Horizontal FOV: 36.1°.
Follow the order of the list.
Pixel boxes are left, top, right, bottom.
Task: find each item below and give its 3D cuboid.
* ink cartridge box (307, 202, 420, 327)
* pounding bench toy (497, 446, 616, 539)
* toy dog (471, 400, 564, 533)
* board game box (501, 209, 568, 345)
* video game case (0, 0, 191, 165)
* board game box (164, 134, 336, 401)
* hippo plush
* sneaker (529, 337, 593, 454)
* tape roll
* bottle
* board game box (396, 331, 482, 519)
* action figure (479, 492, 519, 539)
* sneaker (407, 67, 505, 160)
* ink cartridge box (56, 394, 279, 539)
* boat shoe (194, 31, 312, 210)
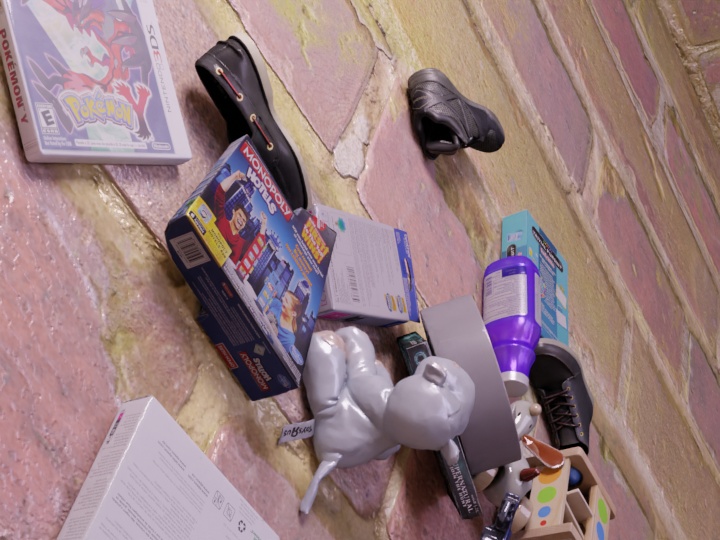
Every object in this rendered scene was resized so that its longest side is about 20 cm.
[{"bbox_3d":[0.000,0.000,1.266,0.199,0.041,0.122,11,66,-55],"label":"ink cartridge box"},{"bbox_3d":[0.267,0.356,1.452,0.201,0.123,0.157,58,32,-25],"label":"pounding bench toy"},{"bbox_3d":[0.201,0.226,1.395,0.131,0.096,0.202,33,42,-28],"label":"toy dog"},{"bbox_3d":[0.269,0.034,1.701,0.151,0.046,0.203,45,39,-39],"label":"board game box"},{"bbox_3d":[-0.236,-0.185,0.974,0.199,0.023,0.185,-8,82,-60],"label":"video game case"},{"bbox_3d":[-0.099,-0.017,1.083,0.202,0.061,0.201,60,31,-22],"label":"board game box"},{"bbox_3d":[0.027,0.125,1.123,0.199,0.159,0.162,-20,93,-61],"label":"hippo plush"},{"bbox_3d":[0.300,0.192,1.641,0.201,0.074,0.107,51,33,-36],"label":"sneaker"},{"bbox_3d":[0.128,0.134,1.299,0.200,0.065,0.204,-18,91,-89],"label":"tape roll"},{"bbox_3d":[0.211,0.078,1.542,0.065,0.082,0.203,43,40,-41],"label":"bottle"},{"bbox_3d":[0.090,0.175,1.275,0.135,0.028,0.203,-150,-139,-86],"label":"board game box"},{"bbox_3d":[0.093,0.322,1.192,0.193,0.103,0.203,29,80,-58],"label":"action figure"},{"bbox_3d":[0.138,-0.193,1.572,0.198,0.075,0.116,30,52,-46],"label":"sneaker"},{"bbox_3d":[-0.155,0.239,0.873,0.197,0.043,0.202,56,36,-30],"label":"ink cartridge box"},{"bbox_3d":[-0.109,-0.140,1.135,0.063,0.073,0.204,-36,122,-22],"label":"boat shoe"}]
